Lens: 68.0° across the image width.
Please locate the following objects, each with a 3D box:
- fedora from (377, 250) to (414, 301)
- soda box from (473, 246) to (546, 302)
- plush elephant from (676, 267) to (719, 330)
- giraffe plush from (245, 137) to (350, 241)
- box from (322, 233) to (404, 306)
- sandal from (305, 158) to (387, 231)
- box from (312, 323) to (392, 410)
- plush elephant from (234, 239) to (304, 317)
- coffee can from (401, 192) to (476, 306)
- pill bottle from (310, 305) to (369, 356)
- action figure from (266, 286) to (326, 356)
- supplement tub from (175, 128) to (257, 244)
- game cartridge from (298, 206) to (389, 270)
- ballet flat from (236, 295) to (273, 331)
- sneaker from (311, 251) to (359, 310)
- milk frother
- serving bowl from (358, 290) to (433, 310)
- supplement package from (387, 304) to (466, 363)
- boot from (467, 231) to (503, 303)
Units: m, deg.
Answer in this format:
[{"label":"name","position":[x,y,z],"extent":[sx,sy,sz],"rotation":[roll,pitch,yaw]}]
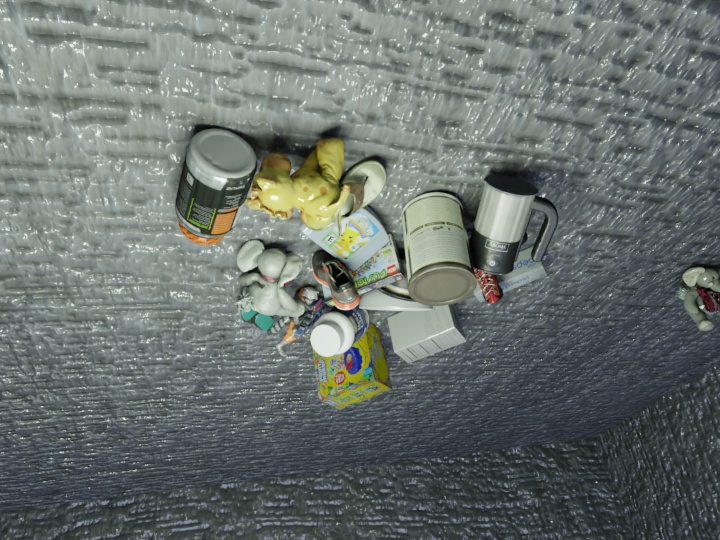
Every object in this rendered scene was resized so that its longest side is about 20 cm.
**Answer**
[{"label":"fedora","position":[0.125,0.004,1.323],"extent":[0.197,0.201,0.093],"rotation":[3,111,-21]},{"label":"soda box","position":[0.400,0.011,1.460],"extent":[0.198,0.069,0.063],"rotation":[-24,146,19]},{"label":"plush elephant","position":[1.099,0.067,1.681],"extent":[0.162,0.201,0.157],"rotation":[-5,123,-12]},{"label":"giraffe plush","position":[-0.120,-0.145,0.950],"extent":[0.159,0.202,0.174],"rotation":[6,136,-20]},{"label":"box","position":[0.000,0.000,1.281],"extent":[0.197,0.112,0.035],"rotation":[-22,152,15]},{"label":"sandal","position":[-0.027,-0.140,1.071],"extent":[0.200,0.058,0.080],"rotation":[-38,114,9]},{"label":"box","position":[-0.029,0.283,1.610],"extent":[0.191,0.203,0.122],"rotation":[-26,144,20]},{"label":"plush elephant","position":[-0.203,0.013,1.225],"extent":[0.157,0.163,0.200],"rotation":[-62,168,8]},{"label":"coffee can","position":[0.167,-0.047,1.167],"extent":[0.144,0.203,0.147],"rotation":[-1,146,-1]},{"label":"pill bottle","position":[-0.056,0.155,1.409],"extent":[0.110,0.112,0.200],"rotation":[-27,-178,22]},{"label":"action figure","position":[-0.170,0.126,1.389],"extent":[0.104,0.200,0.195],"rotation":[33,112,3]},{"label":"supplement tub","position":[-0.269,-0.145,0.974],"extent":[0.121,0.124,0.201],"rotation":[7,143,-26]},{"label":"game cartridge","position":[-0.025,-0.088,1.182],"extent":[0.133,0.041,0.199],"rotation":[-42,134,13]},{"label":"ballet flat","position":[-0.286,0.102,1.382],"extent":[0.071,0.073,0.201],"rotation":[-14,153,4]},{"label":"sneaker","position":[-0.058,0.000,1.208],"extent":[0.076,0.200,0.083],"rotation":[-25,133,-15]},{"label":"milk frother","position":[0.328,-0.119,1.204],"extent":[0.177,0.201,0.191],"rotation":[5,120,-10]},{"label":"serving bowl","position":[0.094,0.071,1.419],"extent":[0.196,0.067,0.200],"rotation":[1,173,0]},{"label":"supplement package","position":[0.197,0.177,1.599],"extent":[0.198,0.118,0.117],"rotation":[-24,145,18]},{"label":"boot","position":[0.307,0.000,1.347],"extent":[0.072,0.146,0.200],"rotation":[-23,144,21]}]
